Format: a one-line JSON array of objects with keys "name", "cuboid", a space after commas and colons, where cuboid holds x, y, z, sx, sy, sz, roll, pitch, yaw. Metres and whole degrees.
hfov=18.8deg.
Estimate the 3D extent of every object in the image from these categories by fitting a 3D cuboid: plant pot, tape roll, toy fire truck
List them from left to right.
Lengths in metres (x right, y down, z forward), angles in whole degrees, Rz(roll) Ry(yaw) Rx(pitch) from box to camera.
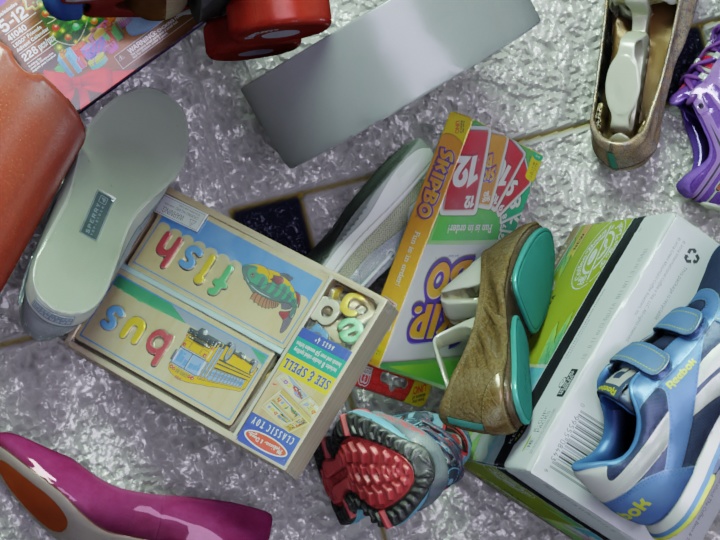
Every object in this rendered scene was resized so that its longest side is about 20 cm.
[{"name": "plant pot", "cuboid": [-0.289, -0.051, 1.396, 0.200, 0.201, 0.196, 35, 73, -10]}, {"name": "toy fire truck", "cuboid": [-0.116, -0.194, 1.389, 0.167, 0.200, 0.113, -6, 88, -15]}, {"name": "tape roll", "cuboid": [0.021, -0.145, 1.461, 0.200, 0.200, 0.066, -33, 95, -13]}]

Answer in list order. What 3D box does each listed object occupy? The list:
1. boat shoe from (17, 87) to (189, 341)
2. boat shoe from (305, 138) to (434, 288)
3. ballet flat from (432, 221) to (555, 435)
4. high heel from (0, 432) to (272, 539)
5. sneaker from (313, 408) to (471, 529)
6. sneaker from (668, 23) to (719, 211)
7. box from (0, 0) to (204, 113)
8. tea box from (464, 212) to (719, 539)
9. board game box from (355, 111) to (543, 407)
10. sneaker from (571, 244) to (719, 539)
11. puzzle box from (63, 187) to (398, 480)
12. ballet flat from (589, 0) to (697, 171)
[{"name": "boat shoe", "cuboid": [-0.180, -0.038, 1.471, 0.070, 0.071, 0.201, 32, 55, -12]}, {"name": "boat shoe", "cuboid": [0.000, 0.000, 1.517, 0.065, 0.074, 0.202, 41, 70, -11]}, {"name": "ballet flat", "cuboid": [0.086, 0.038, 1.472, 0.072, 0.200, 0.068, -8, 129, 18]}, {"name": "high heel", "cuboid": [-0.158, 0.153, 1.488, 0.200, 0.067, 0.096, 40, 58, -9]}, {"name": "sneaker", "cuboid": [0.031, 0.118, 1.454, 0.095, 0.200, 0.080, -22, 90, -15]}, {"name": "sneaker", "cuboid": [0.269, -0.144, 1.587, 0.083, 0.081, 0.201, 7, 84, -2]}, {"name": "box", "cuboid": [-0.170, -0.210, 1.501, 0.200, 0.039, 0.137, -38, 96, -12]}, {"name": "tea box", "cuboid": [0.182, 0.081, 1.492, 0.133, 0.197, 0.200, 33, 80, -11]}, {"name": "board game box", "cuboid": [0.060, -0.002, 1.518, 0.095, 0.030, 0.201, 21, 92, -52]}, {"name": "sneaker", "cuboid": [0.198, 0.064, 1.359, 0.082, 0.074, 0.201, 24, 81, -10]}, {"name": "puzzle box", "cuboid": [-0.090, 0.039, 1.459, 0.200, 0.025, 0.133, 26, 80, 27]}, {"name": "ballet flat", "cuboid": [0.203, -0.173, 1.567, 0.068, 0.067, 0.201, 5, 85, 20]}]
